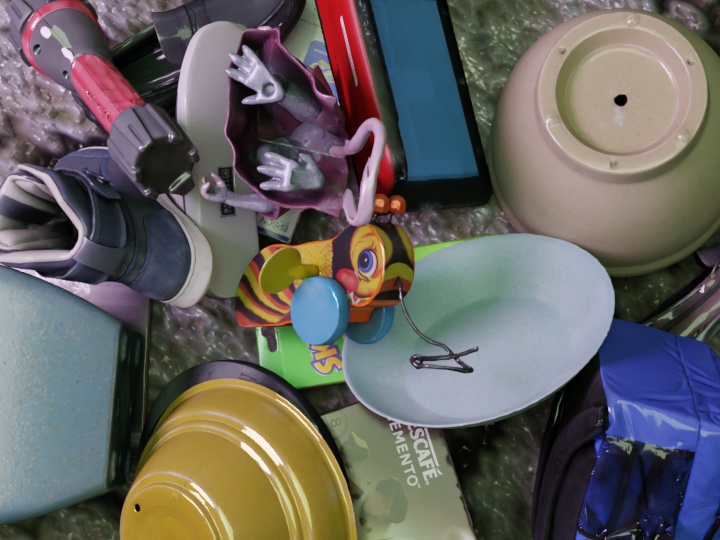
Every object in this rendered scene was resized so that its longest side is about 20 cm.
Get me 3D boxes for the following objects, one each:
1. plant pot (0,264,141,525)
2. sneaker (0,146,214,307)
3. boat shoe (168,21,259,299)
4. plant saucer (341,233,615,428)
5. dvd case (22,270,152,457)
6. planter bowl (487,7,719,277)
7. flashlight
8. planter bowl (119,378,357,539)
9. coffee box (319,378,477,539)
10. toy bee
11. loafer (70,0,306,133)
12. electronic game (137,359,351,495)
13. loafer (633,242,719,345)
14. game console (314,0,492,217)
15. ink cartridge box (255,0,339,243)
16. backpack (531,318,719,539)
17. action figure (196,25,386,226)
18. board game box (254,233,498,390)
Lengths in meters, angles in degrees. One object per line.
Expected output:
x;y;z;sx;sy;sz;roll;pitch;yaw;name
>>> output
-0.263;0.090;0.998;0.197;0.196;0.199;4;83;-1;plant pot
-0.209;-0.049;0.996;0.202;0.145;0.078;35;106;46;sneaker
-0.113;-0.081;1.045;0.071;0.065;0.203;-9;97;-38;boat shoe
0.086;0.051;0.994;0.199;0.202;0.039;-23;125;0;plant saucer
-0.237;0.043;1.101;0.147;0.016;0.203;1;83;4;dvd case
0.190;-0.108;1.030;0.197;0.135;0.203;-2;76;7;planter bowl
-0.187;-0.133;1.003;0.067;0.069;0.200;-12;44;-33;flashlight
-0.105;0.182;0.961;0.198;0.083;0.203;7;101;35;planter bowl
0.027;0.193;1.037;0.112;0.080;0.202;-17;82;0;coffee box
0.000;0.000;0.978;0.198;0.131;0.110;8;93;20;toy bee
-0.132;-0.171;1.071;0.199;0.070;0.069;-31;58;14;loafer
-0.088;0.165;1.023;0.198;0.041;0.203;6;101;35;electronic game
0.262;0.012;1.059;0.063;0.072;0.200;42;89;11;loafer
0.040;-0.152;1.027;0.117;0.172;0.203;-12;82;-10;game console
-0.062;-0.127;1.105;0.098;0.039;0.202;21;83;6;ink cartridge box
0.202;0.164;0.976;0.166;0.163;0.202;16;111;5;backpack
-0.033;-0.098;0.971;0.147;0.200;0.136;15;89;11;action figure
0.016;0.034;1.086;0.197;0.030;0.097;-8;82;-1;board game box
